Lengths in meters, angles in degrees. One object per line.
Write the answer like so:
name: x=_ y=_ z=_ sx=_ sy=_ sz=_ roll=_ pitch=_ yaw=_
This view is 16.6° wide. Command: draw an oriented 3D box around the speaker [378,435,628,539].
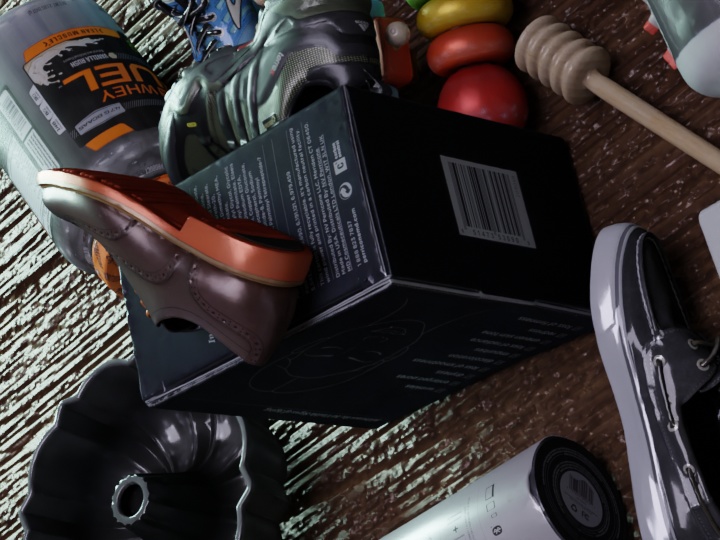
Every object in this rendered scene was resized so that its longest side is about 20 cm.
speaker: x=0.056 y=0.174 z=1.432 sx=0.200 sy=0.081 sz=0.081 roll=-36 pitch=63 yaw=34

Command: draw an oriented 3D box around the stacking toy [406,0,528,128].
stacking toy: x=0.059 y=-0.168 z=1.473 sx=0.085 sy=0.085 sz=0.201 roll=-21 pitch=76 yaw=39

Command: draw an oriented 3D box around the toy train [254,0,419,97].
toy train: x=-0.012 y=-0.174 z=1.535 sx=0.150 sy=0.055 sz=0.201 roll=-33 pitch=62 yaw=48

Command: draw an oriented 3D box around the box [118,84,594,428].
box: x=0.000 y=0.000 z=1.422 sx=0.196 sy=0.200 sz=0.124 roll=-29 pitch=65 yaw=36

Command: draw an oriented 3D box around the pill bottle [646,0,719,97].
pill bottle: x=0.200 y=-0.159 z=1.275 sx=0.111 sy=0.111 sz=0.201 roll=-33 pitch=73 yaw=35

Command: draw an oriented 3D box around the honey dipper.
honey dipper: x=0.166 y=-0.085 z=1.391 sx=0.200 sy=0.038 sz=0.038 roll=38 pitch=110 yaw=37

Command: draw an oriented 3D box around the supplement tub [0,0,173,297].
supplement tub: x=-0.174 y=-0.081 z=1.641 sx=0.200 sy=0.122 sz=0.123 roll=51 pitch=118 yaw=33

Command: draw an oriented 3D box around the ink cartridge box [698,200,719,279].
ink cartridge box: x=0.288 y=-0.006 z=1.238 sx=0.200 sy=0.083 sz=0.147 roll=-32 pitch=65 yaw=36

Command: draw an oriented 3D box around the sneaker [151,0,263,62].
sneaker: x=-0.102 y=-0.162 z=1.606 sx=0.078 sy=0.090 sz=0.201 roll=-28 pitch=68 yaw=37

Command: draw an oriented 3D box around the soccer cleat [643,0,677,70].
soccer cleat: x=0.165 y=-0.197 z=1.388 sx=0.078 sy=0.069 sz=0.200 roll=-45 pitch=65 yaw=24

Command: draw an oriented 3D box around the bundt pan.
bundt pan: x=-0.123 y=0.155 z=1.586 sx=0.201 sy=0.076 sz=0.203 roll=-15 pitch=65 yaw=35

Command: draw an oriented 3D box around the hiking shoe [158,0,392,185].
hiking shoe: x=-0.056 y=-0.087 z=1.479 sx=0.200 sy=0.076 sz=0.101 roll=-44 pitch=51 yaw=43

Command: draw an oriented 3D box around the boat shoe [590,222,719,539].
boat shoe: x=0.177 y=0.067 z=1.345 sx=0.066 sy=0.070 sz=0.201 roll=-16 pitch=75 yaw=32

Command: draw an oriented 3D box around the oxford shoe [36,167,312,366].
oxford shoe: x=-0.113 y=-0.007 z=1.345 sx=0.200 sy=0.071 sz=0.073 roll=24 pitch=104 yaw=42
